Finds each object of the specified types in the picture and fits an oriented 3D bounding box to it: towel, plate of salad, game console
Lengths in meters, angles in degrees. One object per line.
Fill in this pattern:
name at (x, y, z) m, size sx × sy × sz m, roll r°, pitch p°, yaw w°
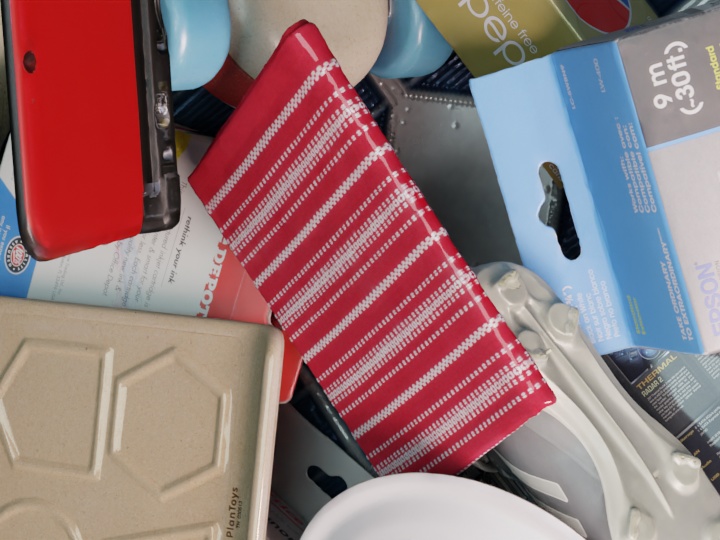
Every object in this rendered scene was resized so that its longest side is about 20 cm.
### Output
towel at (0.000, 0.000, 0.863) m, size 0.201 × 0.022 × 0.145 m, roll 57°, pitch 147°, yaw 8°
plate of salad at (0.057, 0.175, 0.881) m, size 0.198 × 0.048 × 0.202 m, roll 15°, pitch 123°, yaw 24°
game console at (-0.147, -0.113, 0.825) m, size 0.171 × 0.118 × 0.203 m, roll 5°, pitch 100°, yaw 49°

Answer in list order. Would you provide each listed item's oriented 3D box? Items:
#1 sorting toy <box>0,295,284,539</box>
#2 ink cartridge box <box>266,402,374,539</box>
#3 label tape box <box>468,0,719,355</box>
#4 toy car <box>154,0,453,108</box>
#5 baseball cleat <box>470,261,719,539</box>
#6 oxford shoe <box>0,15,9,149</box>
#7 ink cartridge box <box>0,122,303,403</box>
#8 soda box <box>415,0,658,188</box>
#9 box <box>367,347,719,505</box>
sorting toy at (-0.125, 0.113, 0.960) m, size 0.198 × 0.036 × 0.187 m, roll 5°, pitch 88°, yaw 29°
ink cartridge box at (-0.069, 0.178, 0.983) m, size 0.116 × 0.067 × 0.201 m, roll 38°, pitch 101°, yaw 19°
label tape box at (0.161, -0.043, 0.839) m, size 0.198 × 0.063 × 0.146 m, roll -17°, pitch 98°, yaw 7°
toy car at (-0.087, -0.147, 0.981) m, size 0.199 × 0.183 × 0.179 m, roll -23°, pitch 79°, yaw 48°
baseball cleat at (0.098, 0.089, 0.873) m, size 0.201 × 0.069 × 0.106 m, roll 59°, pitch 148°, yaw 5°
oxford shoe at (-0.215, -0.083, 1.040) m, size 0.074 × 0.070 × 0.202 m, roll 42°, pitch 116°, yaw 59°
ink cartridge box at (-0.096, -0.015, 1.004) m, size 0.198 × 0.067 × 0.117 m, roll 20°, pitch 96°, yaw 21°
soda box at (0.069, -0.145, 0.910) m, size 0.201 × 0.068 × 0.064 m, roll 53°, pitch 132°, yaw -2°
box at (0.125, 0.091, 0.923) m, size 0.200 × 0.051 × 0.158 m, roll -44°, pitch 74°, yaw 14°
